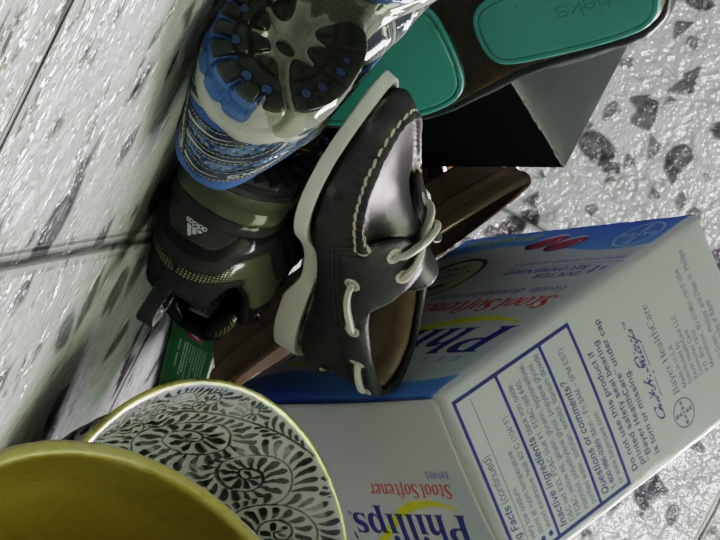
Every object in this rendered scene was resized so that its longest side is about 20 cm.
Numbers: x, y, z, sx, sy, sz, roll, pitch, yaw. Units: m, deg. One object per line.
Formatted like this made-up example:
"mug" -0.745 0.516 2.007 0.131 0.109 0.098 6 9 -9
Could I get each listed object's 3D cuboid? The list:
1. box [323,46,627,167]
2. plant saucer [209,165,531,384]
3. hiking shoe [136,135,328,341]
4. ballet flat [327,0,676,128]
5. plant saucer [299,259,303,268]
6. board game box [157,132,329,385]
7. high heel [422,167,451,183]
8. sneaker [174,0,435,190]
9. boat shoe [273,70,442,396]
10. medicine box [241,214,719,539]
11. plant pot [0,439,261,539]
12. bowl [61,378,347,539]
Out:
"box" 0.071 -0.149 1.263 0.079 0.141 0.200 52 54 -35
"plant saucer" 0.000 0.000 1.291 0.200 0.030 0.200 -35 177 -2
"hiking shoe" -0.057 -0.021 1.146 0.101 0.076 0.200 -55 169 10
"ballet flat" 0.049 -0.113 1.134 0.073 0.199 0.073 -14 90 -72
"plant saucer" -0.014 -0.047 1.396 0.070 0.019 0.201 -99 -161 -65
"board game box" -0.067 0.004 1.389 0.135 0.029 0.200 -60 175 -29
"high heel" 0.044 -0.126 1.400 0.143 0.071 0.201 140 -34 -70
"sneaker" -0.023 -0.103 1.048 0.200 0.077 0.085 -48 176 -47
"boat shoe" 0.007 -0.010 1.095 0.074 0.060 0.200 -48 165 -33
"medicine box" 0.067 0.063 1.274 0.200 0.103 0.182 -31 -165 -35
"plant pot" -0.123 0.179 0.880 0.142 0.200 0.200 -33 -163 41
"bowl" -0.105 0.146 1.116 0.200 0.094 0.201 -3 94 -46
